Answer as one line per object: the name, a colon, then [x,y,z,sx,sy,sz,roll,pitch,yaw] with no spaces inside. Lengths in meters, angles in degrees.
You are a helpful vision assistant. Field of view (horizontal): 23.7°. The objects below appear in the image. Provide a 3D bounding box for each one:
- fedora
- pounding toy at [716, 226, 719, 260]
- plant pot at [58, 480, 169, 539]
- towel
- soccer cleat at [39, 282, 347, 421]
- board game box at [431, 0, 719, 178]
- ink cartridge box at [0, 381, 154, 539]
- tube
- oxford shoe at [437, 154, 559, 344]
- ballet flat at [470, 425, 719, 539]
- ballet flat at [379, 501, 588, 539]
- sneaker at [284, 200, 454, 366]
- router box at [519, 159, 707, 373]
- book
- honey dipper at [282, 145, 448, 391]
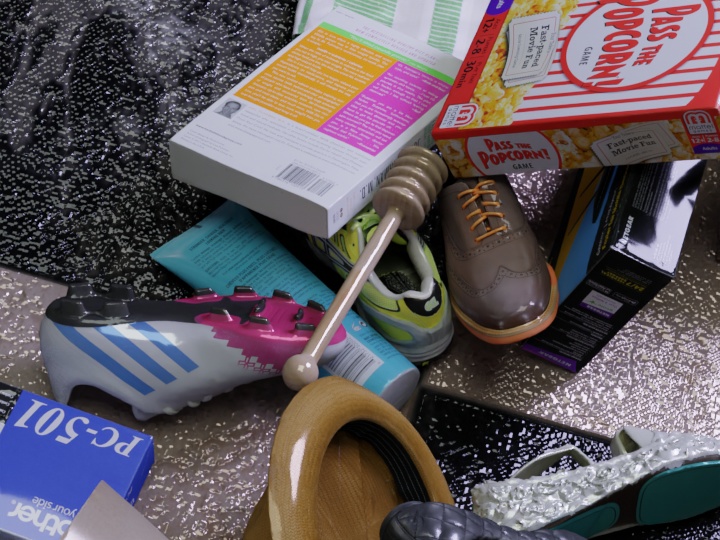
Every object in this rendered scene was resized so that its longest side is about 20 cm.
fedora: [-0.015,0.167,1.031,0.082,0.201,0.201,-22,53,33]
pounding toy: [0.307,-0.095,1.201,0.142,0.184,0.200,13,57,2]
plant pot: [-0.114,0.249,0.948,0.200,0.187,0.187,34,58,-3]
towel: [0.054,-0.215,1.346,0.200,0.023,0.153,9,56,0]
soccer cleat: [-0.109,0.057,1.118,0.200,0.086,0.070,4,19,3]
board game box: [0.163,-0.134,1.128,0.200,0.046,0.152,-3,47,32]
ink cartridge box: [-0.240,0.118,1.081,0.200,0.044,0.094,20,59,6]
tube: [-0.048,0.026,1.165,0.200,0.050,0.077,40,56,23]
oxford shoe: [0.082,-0.023,1.152,0.071,0.073,0.200,-21,33,2]
ballet flat: [0.160,0.134,1.104,0.200,0.072,0.072,-15,60,-17]
ballet flat: [0.092,0.185,1.023,0.200,0.067,0.057,21,16,-37]
sneaker: [0.004,-0.029,1.187,0.075,0.076,0.200,-29,63,-21]
router box: [0.183,-0.047,1.173,0.051,0.149,0.200,26,56,-5]
book: [-0.019,-0.105,1.201,0.133,0.048,0.200,24,44,26]
honey dipper: [0.000,0.000,1.097,0.038,0.038,0.200,25,56,10]
